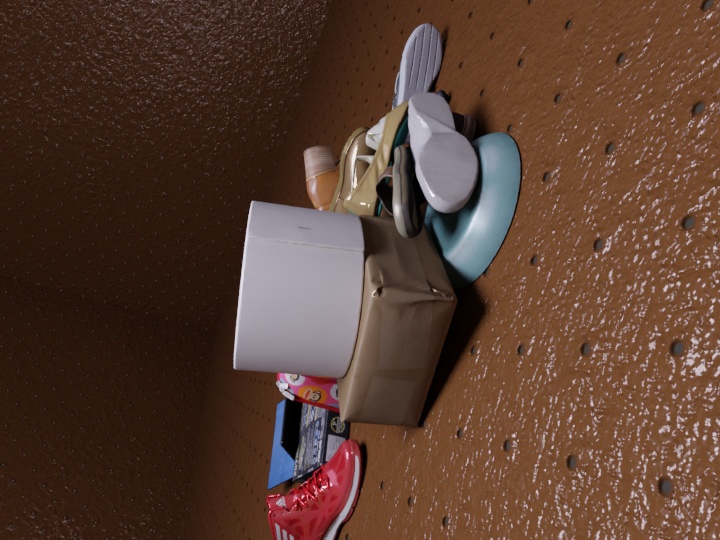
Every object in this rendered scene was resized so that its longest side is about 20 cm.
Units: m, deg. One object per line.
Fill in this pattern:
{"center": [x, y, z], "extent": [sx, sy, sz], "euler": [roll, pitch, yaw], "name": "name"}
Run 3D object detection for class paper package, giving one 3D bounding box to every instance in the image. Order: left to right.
{"center": [0.033, 0.060, 0.714], "extent": [0.193, 0.100, 0.205], "euler": [-100, 18, -57], "name": "paper package"}

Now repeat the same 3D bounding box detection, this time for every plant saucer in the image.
{"center": [0.127, -0.080, 0.715], "extent": [0.199, 0.035, 0.206], "euler": [-163, 89, -72], "name": "plant saucer"}

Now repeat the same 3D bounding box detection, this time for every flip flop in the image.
{"center": [0.046, -0.098, 0.721], "extent": [0.056, 0.083, 0.202], "euler": [-18, 27, 16], "name": "flip flop"}

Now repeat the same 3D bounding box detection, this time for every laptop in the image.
{"center": [-0.159, 0.299, 1.123], "extent": [0.202, 0.112, 0.191], "euler": [68, -163, -48], "name": "laptop"}

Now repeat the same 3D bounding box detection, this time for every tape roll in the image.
{"center": [-0.081, 0.025, 0.707], "extent": [0.203, 0.135, 0.210], "euler": [-174, 90, -80], "name": "tape roll"}

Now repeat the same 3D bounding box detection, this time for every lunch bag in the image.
{"center": [-0.063, 0.115, 0.899], "extent": [0.203, 0.172, 0.083], "euler": [-93, 27, -48], "name": "lunch bag"}

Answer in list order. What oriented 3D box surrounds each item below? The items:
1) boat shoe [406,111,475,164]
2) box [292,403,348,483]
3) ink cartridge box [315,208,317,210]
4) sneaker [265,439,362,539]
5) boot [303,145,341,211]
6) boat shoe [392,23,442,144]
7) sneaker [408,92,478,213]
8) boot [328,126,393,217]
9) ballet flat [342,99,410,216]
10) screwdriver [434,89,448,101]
{"center": [0.093, -0.165, 0.844], "extent": [0.200, 0.065, 0.072], "euler": [138, 145, -59], "name": "boat shoe"}
{"center": [-0.065, 0.256, 0.994], "extent": [0.161, 0.048, 0.205], "euler": [133, 148, -52], "name": "box"}
{"center": [-0.056, -0.101, 1.112], "extent": [0.201, 0.076, 0.136], "euler": [-54, 6, -29], "name": "ink cartridge box"}
{"center": [-0.075, 0.336, 0.841], "extent": [0.078, 0.113, 0.205], "euler": [-131, 59, -69], "name": "sneaker"}
{"center": [-0.007, -0.148, 1.036], "extent": [0.073, 0.195, 0.160], "euler": [-21, 81, 66], "name": "boot"}
{"center": [0.086, -0.324, 0.991], "extent": [0.071, 0.070, 0.206], "euler": [-161, 85, -68], "name": "boat shoe"}
{"center": [0.096, -0.131, 0.710], "extent": [0.090, 0.073, 0.204], "euler": [96, 172, -48], "name": "sneaker"}
{"center": [0.034, -0.104, 0.880], "extent": [0.200, 0.065, 0.179], "euler": [45, 127, 46], "name": "boot"}
{"center": [0.026, -0.169, 0.822], "extent": [0.069, 0.061, 0.205], "euler": [92, -164, -69], "name": "ballet flat"}
{"center": [0.068, -0.228, 0.945], "extent": [0.198, 0.029, 0.028], "euler": [-36, 73, 31], "name": "screwdriver"}
